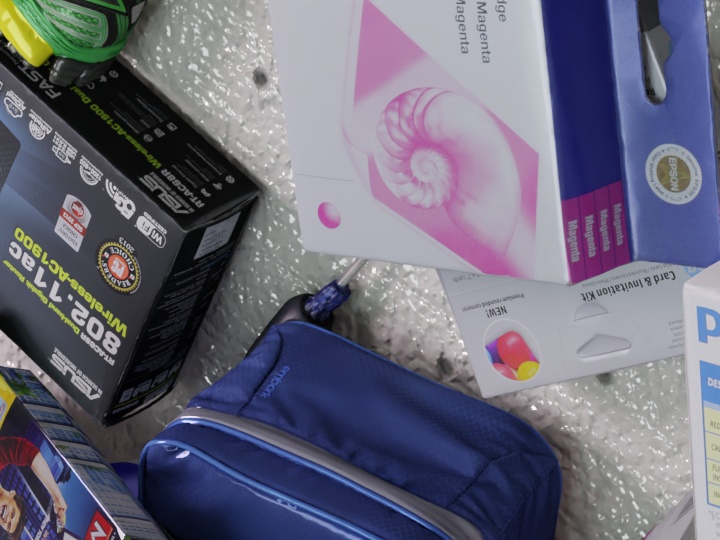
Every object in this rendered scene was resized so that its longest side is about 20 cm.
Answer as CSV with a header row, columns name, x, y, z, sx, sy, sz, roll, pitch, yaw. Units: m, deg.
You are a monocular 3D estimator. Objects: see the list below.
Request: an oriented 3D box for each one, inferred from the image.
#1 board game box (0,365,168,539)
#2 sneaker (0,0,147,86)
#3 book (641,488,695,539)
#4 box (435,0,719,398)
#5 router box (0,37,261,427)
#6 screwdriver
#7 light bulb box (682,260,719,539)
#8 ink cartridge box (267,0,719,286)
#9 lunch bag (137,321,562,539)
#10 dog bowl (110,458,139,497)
name,x,y,z,sx,sy,sz,roll,pitch,yaw
board game box,-0.140,0.181,1.201,0.200,0.062,0.201,43,119,45
sneaker,-0.174,-0.192,1.266,0.200,0.078,0.085,47,124,3
book,0.105,0.172,1.154,0.048,0.134,0.200,38,133,2
box,0.085,-0.054,1.121,0.156,0.041,0.201,-16,99,41
router box,-0.159,-0.040,1.325,0.200,0.062,0.150,42,134,18
screwdriver,0.000,0.000,1.236,0.200,0.028,0.029,-43,52,42
light bulb box,0.242,0.091,1.002,0.198,0.125,0.201,12,118,37
ink cartridge box,0.050,-0.094,1.076,0.199,0.043,0.197,7,114,37
lunch bag,-0.005,0.133,1.211,0.199,0.132,0.136,23,133,24
dog bowl,-0.128,0.203,1.362,0.200,0.079,0.201,18,112,56
